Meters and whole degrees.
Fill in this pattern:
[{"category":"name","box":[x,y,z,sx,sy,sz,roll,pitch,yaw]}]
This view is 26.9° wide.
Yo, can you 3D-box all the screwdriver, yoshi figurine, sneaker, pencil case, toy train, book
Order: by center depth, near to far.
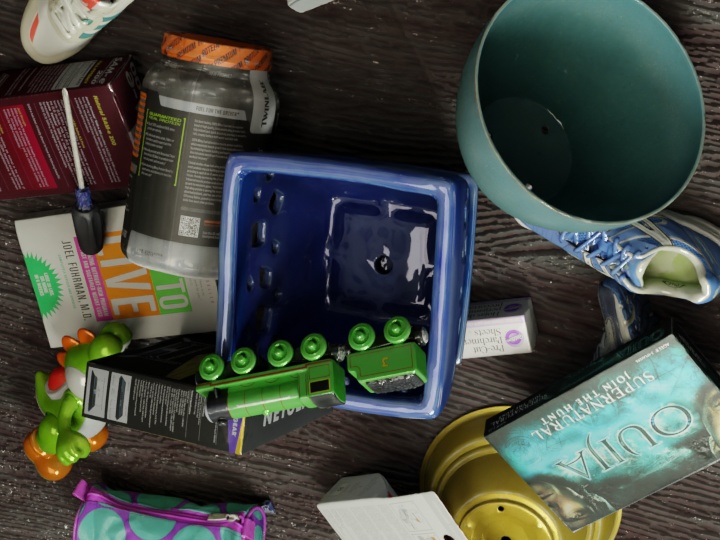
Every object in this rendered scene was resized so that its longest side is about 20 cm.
[{"category":"toy train","box":[-0.040,0.082,1.185,0.199,0.057,0.042,-13,154,18]},{"category":"sneaker","box":[0.222,-0.030,1.282,0.199,0.077,0.076,18,120,9]},{"category":"sneaker","box":[-0.239,-0.243,1.308,0.199,0.093,0.070,-34,102,27]},{"category":"sneaker","box":[0.227,0.101,1.346,0.085,0.077,0.201,-6,112,24]},{"category":"screwdriver","box":[-0.252,-0.084,1.347,0.028,0.029,0.201,7,143,5]},{"category":"book","box":[-0.224,-0.002,1.451,0.199,0.048,0.134,-7,108,21]},{"category":"yoshi figurine","box":[-0.250,0.133,1.468,0.111,0.113,0.200,7,141,-27]},{"category":"pencil case","box":[-0.193,0.267,1.544,0.199,0.085,0.093,5,132,14]}]

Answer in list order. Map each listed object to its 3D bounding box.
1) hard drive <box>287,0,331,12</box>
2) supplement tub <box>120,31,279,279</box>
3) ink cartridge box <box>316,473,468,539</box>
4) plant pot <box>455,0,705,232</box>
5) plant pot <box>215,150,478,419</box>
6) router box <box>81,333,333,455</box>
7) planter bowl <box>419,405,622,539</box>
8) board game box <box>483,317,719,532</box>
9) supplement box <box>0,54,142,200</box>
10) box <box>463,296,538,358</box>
[{"category":"hard drive","box":[-0.015,-0.319,1.181,0.131,0.027,0.201,-18,75,24]},{"category":"supplement tub","box":[-0.138,-0.101,1.315,0.122,0.123,0.201,12,101,11]},{"category":"ink cartridge box","box":[0.065,0.264,1.437,0.160,0.047,0.200,55,146,-11]},{"category":"plant pot","box":[0.156,-0.117,1.215,0.200,0.200,0.135,42,156,-6]},{"category":"plant pot","box":[0.000,0.000,1.285,0.199,0.180,0.201,7,100,15]},{"category":"router box","box":[-0.129,0.105,1.347,0.156,0.200,0.053,10,99,21]},{"category":"planter bowl","box":[0.144,0.236,1.429,0.199,0.084,0.202,7,116,14]},{"category":"board game box","box":[0.226,0.139,1.308,0.200,0.028,0.135,-33,111,28]},{"category":"supplement box","box":[-0.291,-0.129,1.388,0.199,0.061,0.109,-3,126,19]},{"category":"box","box":[0.062,0.059,1.394,0.199,0.039,0.042,-6,113,19]}]
